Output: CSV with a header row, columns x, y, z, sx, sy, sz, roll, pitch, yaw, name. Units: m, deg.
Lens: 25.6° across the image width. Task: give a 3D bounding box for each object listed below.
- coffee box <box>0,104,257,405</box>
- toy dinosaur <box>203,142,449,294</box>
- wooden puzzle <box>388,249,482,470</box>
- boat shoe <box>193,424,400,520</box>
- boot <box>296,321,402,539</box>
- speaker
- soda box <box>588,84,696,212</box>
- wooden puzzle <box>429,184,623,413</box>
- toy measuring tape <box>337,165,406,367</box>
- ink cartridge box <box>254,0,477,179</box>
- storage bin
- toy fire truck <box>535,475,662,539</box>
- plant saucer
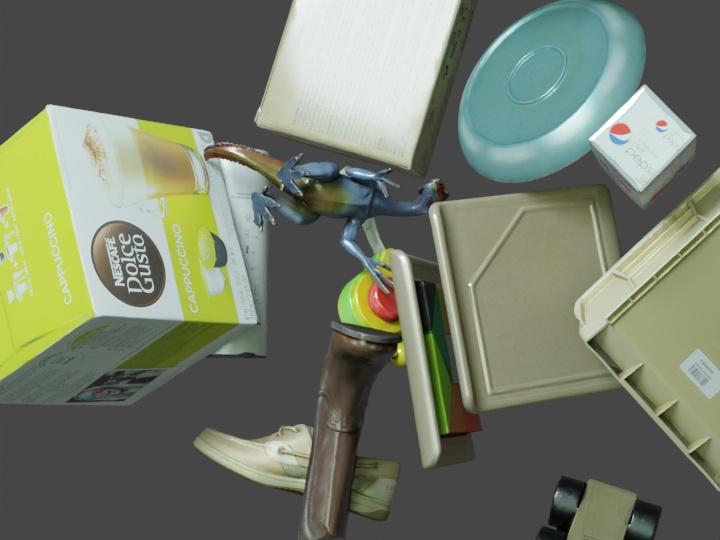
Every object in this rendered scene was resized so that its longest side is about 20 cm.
x,y,z,sx,sy,sz,roll,pitch,yaw,name
-0.247,-0.006,1.452,0.199,0.197,0.202,-30,67,36,coffee box
-0.011,-0.082,1.465,0.200,0.180,0.106,48,123,26,toy dinosaur
0.072,0.079,1.413,0.037,0.200,0.188,-11,83,11,wooden puzzle
-0.060,0.179,1.509,0.198,0.071,0.065,18,85,4,boat shoe
-0.016,0.151,1.385,0.063,0.186,0.203,12,82,-1,boot
-0.127,-0.017,1.531,0.080,0.081,0.203,-1,86,13,speaker
0.248,-0.103,1.384,0.068,0.200,0.064,-45,81,6,soda box
0.158,0.024,1.425,0.198,0.037,0.188,-6,83,-27,wooden puzzle
0.000,0.000,1.502,0.073,0.074,0.202,-24,80,11,toy measuring tape
0.010,-0.207,1.516,0.163,0.075,0.202,18,90,16,ink cartridge box
0.320,0.052,1.376,0.198,0.094,0.200,-42,100,7,storage bin
0.207,0.314,1.405,0.127,0.177,0.202,16,131,14,toy fire truck
0.165,-0.171,1.439,0.199,0.027,0.202,-25,45,28,plant saucer
